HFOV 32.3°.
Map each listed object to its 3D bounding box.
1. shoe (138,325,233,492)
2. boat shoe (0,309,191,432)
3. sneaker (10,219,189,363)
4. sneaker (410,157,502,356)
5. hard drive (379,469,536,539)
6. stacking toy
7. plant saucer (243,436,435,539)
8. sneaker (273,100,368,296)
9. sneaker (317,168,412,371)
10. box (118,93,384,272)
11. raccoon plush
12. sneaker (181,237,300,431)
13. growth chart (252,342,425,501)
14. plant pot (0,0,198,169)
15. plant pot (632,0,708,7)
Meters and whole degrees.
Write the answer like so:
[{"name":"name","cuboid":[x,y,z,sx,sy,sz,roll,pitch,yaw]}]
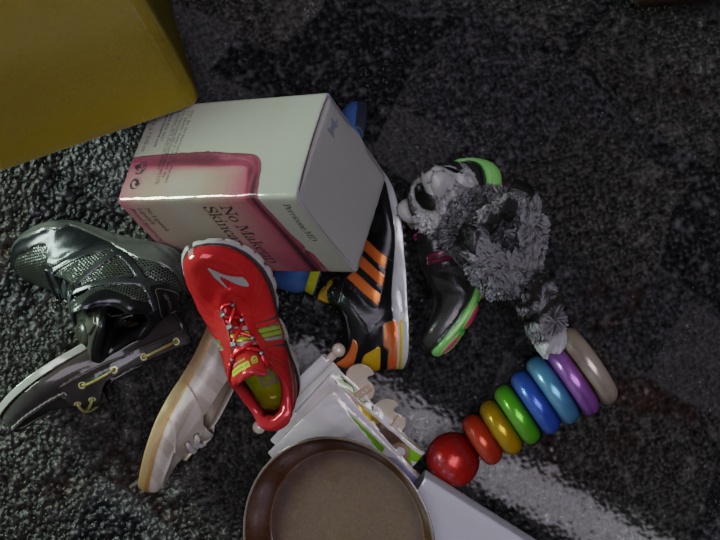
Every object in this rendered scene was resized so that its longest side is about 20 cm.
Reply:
[{"name":"shoe","cuboid":[-0.155,0.128,1.206,0.053,0.070,0.202,26,84,7]},{"name":"boat shoe","cuboid":[-0.258,0.100,1.202,0.200,0.072,0.061,-35,86,-6]},{"name":"sneaker","cuboid":[-0.264,0.018,1.163,0.197,0.077,0.115,13,46,21]},{"name":"sneaker","cuboid":[0.086,-0.014,1.228,0.082,0.077,0.203,11,77,3]},{"name":"hard drive","cuboid":[0.109,0.299,1.208,0.198,0.027,0.133,32,106,-7]},{"name":"stacking toy","cuboid":[0.151,0.146,1.220,0.199,0.085,0.086,-36,90,0]},{"name":"plant saucer","cuboid":[-0.018,0.255,1.184,0.197,0.034,0.204,2,95,21]},{"name":"sneaker","cuboid":[-0.049,-0.079,1.223,0.077,0.066,0.203,19,87,2]},{"name":"sneaker","cuboid":[0.000,0.000,1.219,0.088,0.070,0.204,-5,90,-6]},{"name":"box","cuboid":[-0.098,-0.075,1.135,0.197,0.128,0.110,0,60,30]},{"name":"raccoon plush","cuboid":[0.106,-0.010,1.166,0.096,0.133,0.203,-26,114,-26]},{"name":"sneaker","cuboid":[-0.102,0.061,1.128,0.076,0.085,0.202,-20,120,10]},{"name":"growth chart","cuboid":[-0.010,0.184,1.213,0.144,0.018,0.201,-34,94,12]},{"name":"plant pot","cuboid":[-0.280,-0.247,1.121,0.197,0.177,0.202,-19,51,-3]},{"name":"plant pot","cuboid":[0.346,-0.341,1.211,0.198,0.187,0.189,-23,89,11]}]
